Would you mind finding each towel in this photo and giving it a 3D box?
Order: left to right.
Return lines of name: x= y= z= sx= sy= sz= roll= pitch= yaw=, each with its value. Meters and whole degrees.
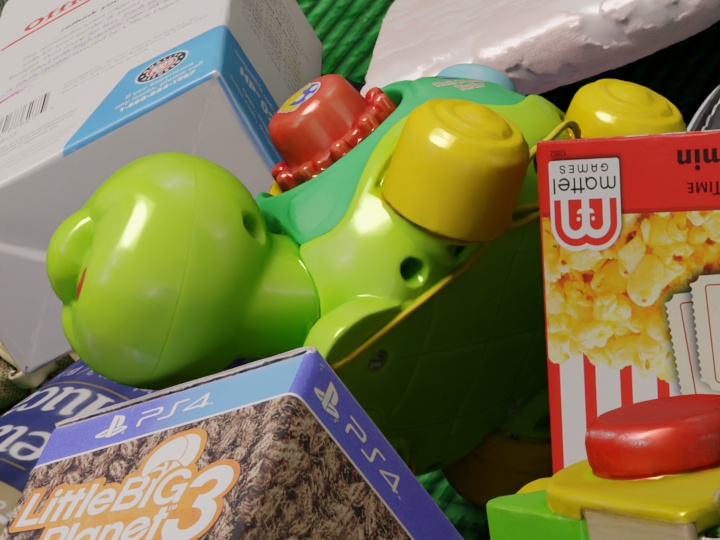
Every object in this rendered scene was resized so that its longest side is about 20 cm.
towel: x=0.100 y=-0.109 z=1.026 sx=0.199 sy=0.032 sz=0.191 roll=-22 pitch=13 yaw=9

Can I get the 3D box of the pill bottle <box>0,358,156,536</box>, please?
pill bottle: x=-0.098 y=0.104 z=0.850 sx=0.111 sy=0.112 sz=0.200 roll=7 pitch=33 yaw=40

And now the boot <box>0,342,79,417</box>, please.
boot: x=-0.107 y=0.032 z=1.017 sx=0.155 sy=0.073 sz=0.200 roll=-28 pitch=33 yaw=1

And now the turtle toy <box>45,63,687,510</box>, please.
turtle toy: x=0.000 y=0.000 z=0.819 sx=0.199 sy=0.146 sz=0.101 roll=-8 pitch=36 yaw=-46

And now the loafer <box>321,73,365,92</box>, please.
loafer: x=-0.002 y=-0.025 z=1.019 sx=0.068 sy=0.071 sz=0.201 roll=11 pitch=16 yaw=-16

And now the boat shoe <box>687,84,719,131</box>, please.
boat shoe: x=0.109 y=0.011 z=0.853 sx=0.069 sy=0.066 sz=0.201 roll=5 pitch=59 yaw=24

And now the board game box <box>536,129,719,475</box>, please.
board game box: x=0.126 y=0.061 z=0.728 sx=0.151 sy=0.202 sz=0.046 roll=-3 pitch=1 yaw=34

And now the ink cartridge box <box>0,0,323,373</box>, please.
ink cartridge box: x=-0.077 y=-0.059 z=0.985 sx=0.115 sy=0.068 sz=0.200 roll=-26 pitch=24 yaw=14

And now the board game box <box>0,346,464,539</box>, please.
board game box: x=-0.034 y=0.153 z=0.727 sx=0.096 sy=0.160 sz=0.201 roll=-17 pitch=34 yaw=33

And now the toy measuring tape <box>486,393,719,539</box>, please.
toy measuring tape: x=0.100 y=0.067 z=0.655 sx=0.074 sy=0.074 sz=0.200 roll=-45 pitch=21 yaw=-21

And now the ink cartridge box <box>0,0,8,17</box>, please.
ink cartridge box: x=-0.181 y=-0.092 z=1.161 sx=0.084 sy=0.145 sz=0.200 roll=-28 pitch=35 yaw=3
